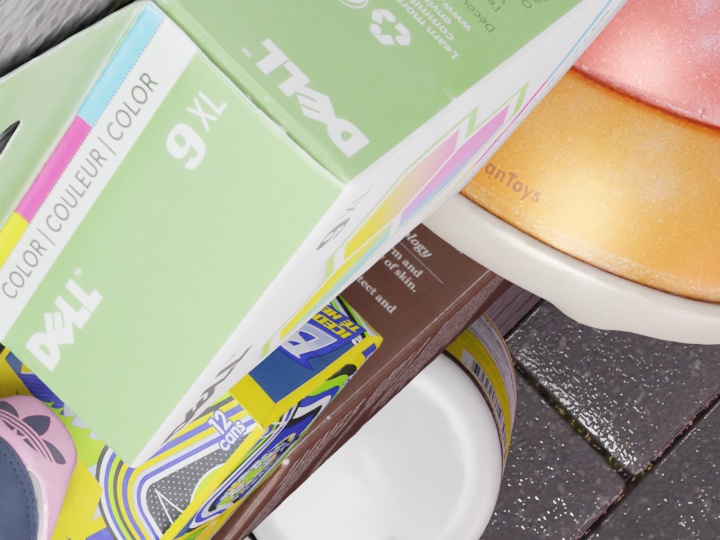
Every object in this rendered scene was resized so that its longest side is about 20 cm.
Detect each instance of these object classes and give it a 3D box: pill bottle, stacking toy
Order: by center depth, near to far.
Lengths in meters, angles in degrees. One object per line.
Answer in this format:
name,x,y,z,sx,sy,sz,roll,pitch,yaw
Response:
stacking toy,0.097,-0.092,0.754,0.201,0.146,0.146,-64,168,21
pill bottle,0.011,0.062,1.126,0.109,0.109,0.200,-46,-178,11

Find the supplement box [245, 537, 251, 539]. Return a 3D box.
supplement box,-0.064,0.181,1.024,0.126,0.200,0.074,-39,168,-41

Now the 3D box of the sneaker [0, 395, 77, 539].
sneaker,-0.123,0.101,0.677,0.082,0.070,0.200,-37,172,-38

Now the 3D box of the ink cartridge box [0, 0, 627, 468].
ink cartridge box,-0.021,-0.025,0.570,0.200,0.059,0.104,-40,172,-48

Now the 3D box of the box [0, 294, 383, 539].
box,-0.082,0.066,0.724,0.200,0.070,0.064,-50,171,37

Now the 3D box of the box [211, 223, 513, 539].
box,-0.005,0.006,0.863,0.200,0.075,0.100,-39,171,-39

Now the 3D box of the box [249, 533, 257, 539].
box,-0.079,0.225,1.233,0.197,0.200,0.124,-43,176,-21
